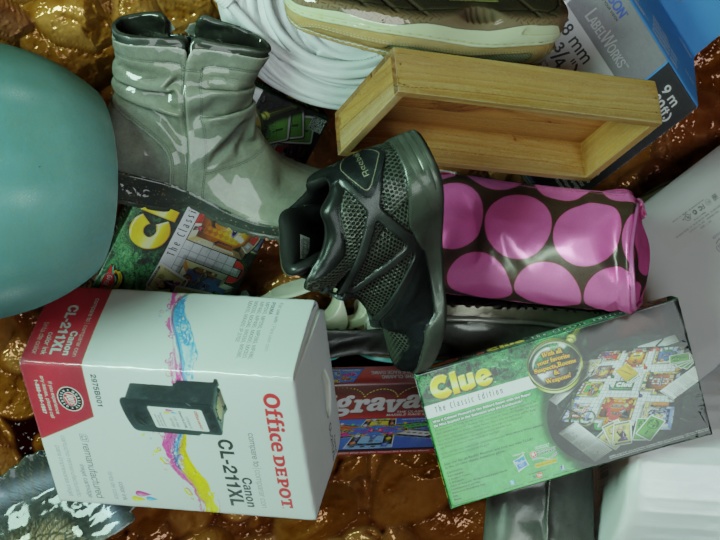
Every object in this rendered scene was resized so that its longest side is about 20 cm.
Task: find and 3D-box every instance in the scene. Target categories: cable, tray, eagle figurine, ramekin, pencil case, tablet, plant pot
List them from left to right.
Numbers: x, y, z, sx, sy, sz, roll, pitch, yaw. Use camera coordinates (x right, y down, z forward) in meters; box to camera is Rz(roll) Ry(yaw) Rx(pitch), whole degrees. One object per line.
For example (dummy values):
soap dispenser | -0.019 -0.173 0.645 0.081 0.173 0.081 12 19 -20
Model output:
plant pot | -0.250 -0.058 1.137 0.160 0.201 0.202 -1 117 -26
eagle figurine | -0.265 0.237 1.335 0.199 0.152 0.152 -27 171 -37
cable | -0.004 -0.208 1.204 0.199 0.069 0.201 -32 122 -1
tray | 0.093 -0.104 1.194 0.199 0.037 0.099 5 157 -24
pencil case | 0.112 -0.025 1.275 0.198 0.091 0.094 8 77 16
ramekin | 0.230 0.141 1.387 0.097 0.201 0.202 3 116 -10
tablet | 0.276 -0.015 1.345 0.200 0.014 0.130 -36 87 -22

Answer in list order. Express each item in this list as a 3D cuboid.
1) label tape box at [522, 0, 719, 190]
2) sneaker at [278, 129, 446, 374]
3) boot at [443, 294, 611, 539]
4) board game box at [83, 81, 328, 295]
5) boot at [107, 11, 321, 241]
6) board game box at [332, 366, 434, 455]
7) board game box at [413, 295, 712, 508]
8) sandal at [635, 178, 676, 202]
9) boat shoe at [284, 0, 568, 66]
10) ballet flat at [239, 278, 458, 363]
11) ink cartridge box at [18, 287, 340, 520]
label tape box | 0.177 -0.160 1.288 0.200 0.063 0.144 -38 122 4
sneaker | 0.000 0.000 1.199 0.113 0.077 0.200 -16 138 -9
boot | 0.109 0.121 1.333 0.180 0.073 0.202 7 98 -20
board game box | -0.114 -0.045 1.271 0.104 0.023 0.201 21 108 -24
boot | -0.081 -0.097 1.184 0.198 0.068 0.131 10 121 -18
board game box | 0.016 0.110 1.377 0.198 0.020 0.103 0 141 -17
board game box | 0.146 0.095 1.277 0.198 0.023 0.106 -15 99 0
sandal | 0.222 -0.022 1.376 0.199 0.057 0.080 -9 119 -13
boat shoe | 0.040 -0.154 1.171 0.198 0.072 0.076 4 131 -19
ballet flat | -0.008 0.038 1.321 0.199 0.068 0.069 -2 108 -29
ink cartridge box | -0.124 0.094 1.253 0.198 0.083 0.147 3 130 12
